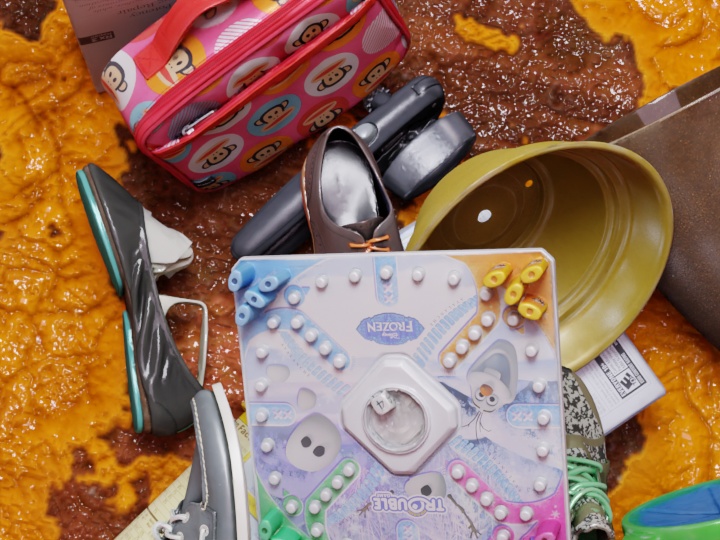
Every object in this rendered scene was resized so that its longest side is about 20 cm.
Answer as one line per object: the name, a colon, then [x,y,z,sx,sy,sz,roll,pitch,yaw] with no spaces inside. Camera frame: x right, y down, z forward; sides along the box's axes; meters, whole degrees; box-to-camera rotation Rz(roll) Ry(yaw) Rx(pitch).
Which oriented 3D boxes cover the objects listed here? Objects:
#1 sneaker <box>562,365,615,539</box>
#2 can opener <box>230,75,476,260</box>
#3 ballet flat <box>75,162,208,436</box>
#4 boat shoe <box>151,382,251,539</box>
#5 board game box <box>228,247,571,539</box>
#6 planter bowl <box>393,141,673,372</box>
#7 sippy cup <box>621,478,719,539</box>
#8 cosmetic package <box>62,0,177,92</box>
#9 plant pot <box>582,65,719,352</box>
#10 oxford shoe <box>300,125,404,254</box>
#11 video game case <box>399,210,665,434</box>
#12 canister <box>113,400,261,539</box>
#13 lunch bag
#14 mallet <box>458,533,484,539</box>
sneaker: [0.141,0.154,0.867,0.077,0.089,0.201,5,71,-18]
can opener: [-0.012,-0.069,0.990,0.200,0.063,0.079,-35,58,-8]
ballet flat: [-0.148,0.017,0.969,0.068,0.068,0.201,-13,88,-16]
boat shoe: [-0.098,0.171,0.843,0.062,0.073,0.201,-5,84,-5]
board game box: [0.021,0.090,0.818,0.199,0.026,0.201,-1,101,17]
planter bowl: [0.097,-0.017,0.892,0.200,0.201,0.084,-25,42,-8]
sippy cup: [0.256,0.215,0.913,0.177,0.140,0.131,-15,88,13]
cosmetic package: [-0.156,-0.197,0.943,0.101,0.200,0.074,-16,78,-6]
plant pot: [0.266,-0.033,0.953,0.187,0.187,0.200,-29,95,-9]
oxford shoe: [0.000,0.000,0.910,0.071,0.073,0.200,-16,78,-7]
video game case: [0.083,0.056,0.969,0.181,0.045,0.200,-32,80,-11]
canister: [-0.082,0.195,0.917,0.200,0.087,0.149,-44,82,-10]
lunch bag: [-0.072,-0.149,0.932,0.200,0.176,0.082,-35,69,6]
mallet: [0.069,0.263,0.859,0.066,0.041,0.201,-15,102,-16]
